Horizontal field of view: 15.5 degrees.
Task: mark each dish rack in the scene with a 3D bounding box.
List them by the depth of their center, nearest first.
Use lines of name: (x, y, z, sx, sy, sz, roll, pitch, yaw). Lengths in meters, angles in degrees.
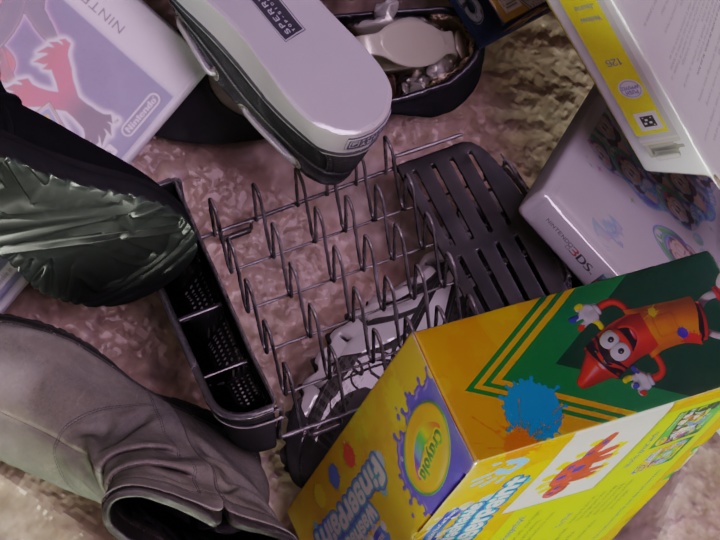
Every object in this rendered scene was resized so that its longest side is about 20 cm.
dish rack: (0.000, 0.000, 1.310, 0.200, 0.055, 0.154, -20, 55, -9)

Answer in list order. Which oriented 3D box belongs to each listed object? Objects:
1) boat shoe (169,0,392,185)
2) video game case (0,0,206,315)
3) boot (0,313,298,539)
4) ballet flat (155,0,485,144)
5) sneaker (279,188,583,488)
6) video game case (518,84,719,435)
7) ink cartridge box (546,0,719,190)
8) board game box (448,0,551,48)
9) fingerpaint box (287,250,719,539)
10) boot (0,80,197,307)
boat shoe: (-0.060, -0.128, 1.297, 0.072, 0.068, 0.200, -33, 76, -31)
video game case: (-0.203, -0.087, 1.290, 0.182, 0.023, 0.200, 41, 79, -9)
boot: (-0.120, 0.086, 1.241, 0.200, 0.131, 0.068, 21, 101, -17)
ballet flat: (-0.023, -0.108, 1.365, 0.200, 0.073, 0.073, -6, 81, -23)
sneaker: (0.044, 0.043, 1.344, 0.090, 0.067, 0.200, 27, 60, 31)
video game case: (0.172, -0.009, 1.389, 0.182, 0.024, 0.200, 48, 30, -7)
ink cartridge box: (0.167, -0.152, 1.353, 0.200, 0.047, 0.198, 58, 40, -36)
board game box: (0.066, -0.233, 1.399, 0.135, 0.035, 0.200, -29, 84, -27)
fingerpaint box: (0.076, 0.082, 1.265, 0.167, 0.200, 0.073, -15, 68, -26)
boot: (-0.168, -0.083, 1.234, 0.200, 0.076, 0.168, 25, 35, -52)
